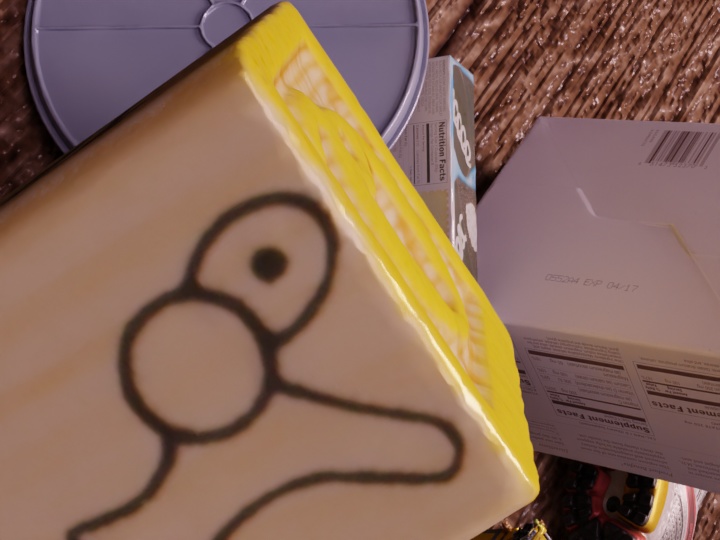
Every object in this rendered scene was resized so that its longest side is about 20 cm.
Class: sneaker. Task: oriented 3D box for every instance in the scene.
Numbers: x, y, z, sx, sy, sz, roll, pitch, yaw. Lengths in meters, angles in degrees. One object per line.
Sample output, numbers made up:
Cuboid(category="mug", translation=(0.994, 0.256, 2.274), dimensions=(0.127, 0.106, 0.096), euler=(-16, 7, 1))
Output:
Cuboid(category="sneaker", translation=(0.176, 0.085, 0.869), dimensions=(0.082, 0.077, 0.202), euler=(34, 66, -40))

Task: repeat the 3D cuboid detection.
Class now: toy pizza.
Cuboid(category="toy pizza", translation=(-0.065, -0.114, 0.723), dimensions=(0.198, 0.032, 0.202), euler=(1, 73, -2))

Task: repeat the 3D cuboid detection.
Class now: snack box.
Cuboid(category="snack box", translation=(0.000, 0.000, 0.733), dimensions=(0.037, 0.115, 0.202), euler=(23, 65, -63))

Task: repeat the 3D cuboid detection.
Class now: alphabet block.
Cuboid(category="alphabet block", translation=(-0.064, 0.032, 0.588), dimensions=(0.199, 0.197, 0.196), euler=(-32, 103, 10))

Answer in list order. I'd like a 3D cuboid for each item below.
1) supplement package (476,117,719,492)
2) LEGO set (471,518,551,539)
Cuboid(category="supplement package", translation=(0.158, 0.014, 0.762), dimensions=(0.156, 0.199, 0.111), euler=(-53, 132, -30))
Cuboid(category="LEGO set", translation=(0.087, 0.226, 0.743), dimensions=(0.200, 0.116, 0.155), euler=(-36, 101, -34))
